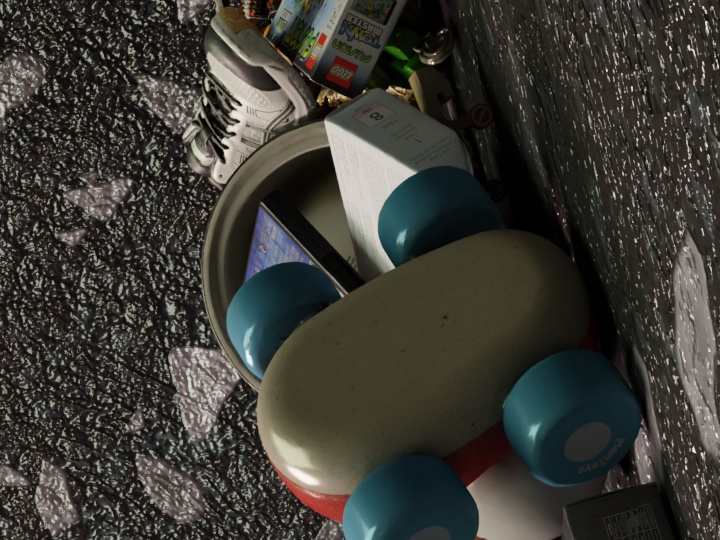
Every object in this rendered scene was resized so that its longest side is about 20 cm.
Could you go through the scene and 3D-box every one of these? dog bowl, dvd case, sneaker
[{"bbox_3d":[0.000,0.000,1.471,0.074,0.199,0.201,-1,-105,-74],"label":"dog bowl"},{"bbox_3d":[0.001,0.056,1.363,0.200,0.018,0.143,46,154,16],"label":"dvd case"},{"bbox_3d":[-0.078,-0.097,1.480,0.076,0.088,0.200,50,173,23],"label":"sneaker"}]

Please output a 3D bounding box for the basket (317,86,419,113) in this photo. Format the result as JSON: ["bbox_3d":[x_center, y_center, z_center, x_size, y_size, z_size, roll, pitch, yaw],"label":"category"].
[{"bbox_3d":[-0.038,-0.042,1.647,0.149,0.142,0.201,79,-149,-60],"label":"basket"}]

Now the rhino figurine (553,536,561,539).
[{"bbox_3d":[0.111,0.180,1.433,0.087,0.060,0.201,-87,-19,-78],"label":"rhino figurine"}]

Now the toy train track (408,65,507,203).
[{"bbox_3d":[0.080,-0.026,1.297,0.115,0.032,0.201,141,108,-79],"label":"toy train track"}]

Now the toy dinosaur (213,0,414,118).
[{"bbox_3d":[-0.031,-0.173,1.593,0.102,0.135,0.201,-116,11,-72],"label":"toy dinosaur"}]

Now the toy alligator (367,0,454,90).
[{"bbox_3d":[0.031,-0.139,1.462,0.054,0.059,0.200,38,175,-24],"label":"toy alligator"}]

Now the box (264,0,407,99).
[{"bbox_3d":[-0.010,-0.178,1.431,0.110,0.035,0.200,-64,15,7],"label":"box"}]

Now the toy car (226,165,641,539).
[{"bbox_3d":[0.056,0.090,1.138,0.185,0.176,0.200,56,177,45],"label":"toy car"}]

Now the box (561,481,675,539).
[{"bbox_3d":[0.145,0.221,1.072,0.159,0.048,0.201,80,174,-67],"label":"box"}]

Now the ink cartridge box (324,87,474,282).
[{"bbox_3d":[0.067,0.005,1.264,0.200,0.057,0.163,30,145,40],"label":"ink cartridge box"}]
